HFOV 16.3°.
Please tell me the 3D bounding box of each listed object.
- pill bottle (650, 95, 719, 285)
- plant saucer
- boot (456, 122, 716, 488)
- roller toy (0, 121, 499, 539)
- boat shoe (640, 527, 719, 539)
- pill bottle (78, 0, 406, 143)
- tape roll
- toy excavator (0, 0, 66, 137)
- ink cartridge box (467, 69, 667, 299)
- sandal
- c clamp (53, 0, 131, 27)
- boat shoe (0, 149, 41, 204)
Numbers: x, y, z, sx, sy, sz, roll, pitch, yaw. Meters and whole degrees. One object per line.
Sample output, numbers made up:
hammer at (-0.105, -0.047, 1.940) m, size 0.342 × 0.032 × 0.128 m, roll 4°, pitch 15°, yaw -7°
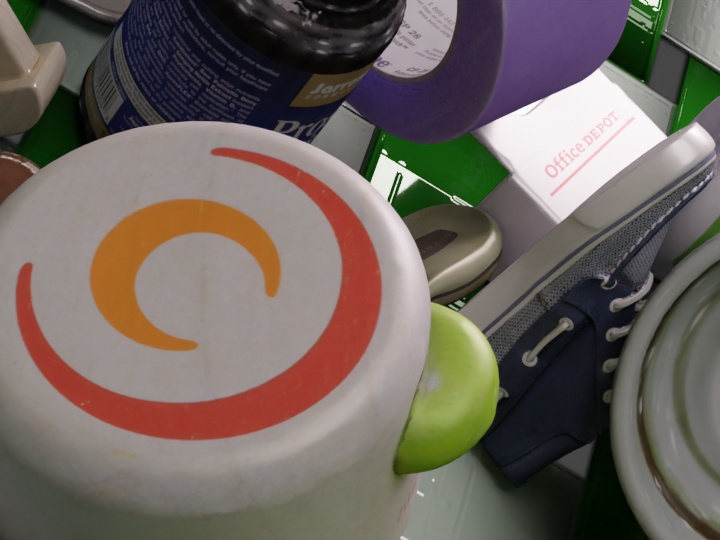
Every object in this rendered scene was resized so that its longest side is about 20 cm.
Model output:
pill bottle at (0.239, 0.007, 1.261) m, size 0.200 × 0.111 × 0.111 m, roll 37°, pitch 45°, yaw -10°
plant saucer at (0.214, 0.062, 1.189) m, size 0.200 × 0.200 × 0.050 m, roll 33°, pitch 10°, yaw -10°
boot at (0.116, 0.018, 1.205) m, size 0.090 × 0.200 × 0.073 m, roll 50°, pitch 35°, yaw 2°
roller toy at (-0.065, 0.047, 0.982) m, size 0.182 × 0.140 × 0.200 m, roll -31°, pitch 59°, yaw -23°
boat shoe at (0.185, 0.128, 1.266) m, size 0.200 × 0.073 × 0.065 m, roll -22°, pitch 46°, yaw -34°
pill bottle at (-0.047, -0.118, 1.186) m, size 0.111 × 0.200 × 0.112 m, roll 17°, pitch 50°, yaw -22°
tape roll at (0.037, -0.169, 1.227) m, size 0.085 × 0.200 × 0.200 m, roll -26°, pitch 75°, yaw -30°
toy excavator at (-0.237, -0.157, 1.145) m, size 0.199 × 0.195 × 0.100 m, roll 14°, pitch 45°, yaw 11°
ink cartridge box at (0.130, -0.017, 1.328) m, size 0.200 × 0.067 × 0.116 m, roll 47°, pitch 46°, yaw 3°
sandal at (0.000, -0.001, 1.215) m, size 0.080 × 0.058 × 0.201 m, roll 18°, pitch 32°, yaw 26°
c clamp at (-0.165, -0.214, 1.298) m, size 0.200 × 0.027 × 0.171 m, roll 32°, pitch 46°, yaw -11°
boat shoe at (-0.153, 0.026, 1.099) m, size 0.075 × 0.072 × 0.201 m, roll 15°, pitch 51°, yaw -25°
